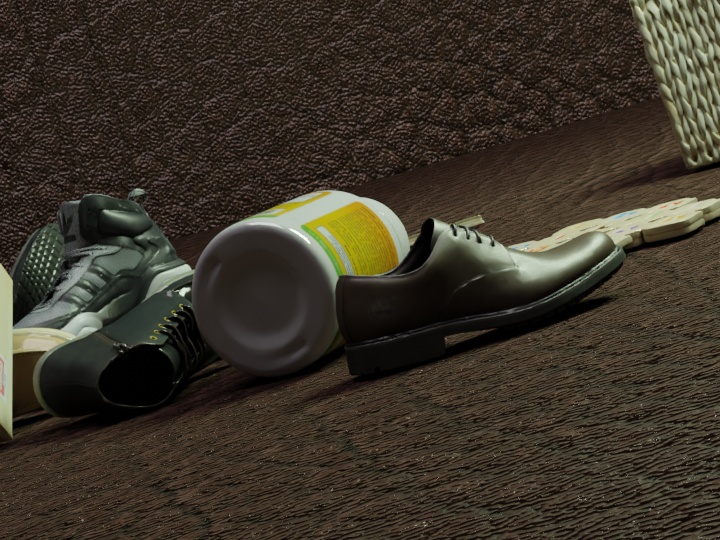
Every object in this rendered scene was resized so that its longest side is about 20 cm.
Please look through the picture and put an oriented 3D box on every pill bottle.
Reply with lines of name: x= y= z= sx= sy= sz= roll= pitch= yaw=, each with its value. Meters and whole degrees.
pill bottle: x=-0.034 y=0.003 z=1.608 sx=0.111 sy=0.112 sz=0.200 roll=-14 pitch=5 yaw=23

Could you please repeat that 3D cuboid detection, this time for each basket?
basket: x=0.393 y=-0.218 z=2.187 sx=0.160 sy=0.201 sz=0.198 roll=-20 pitch=2 yaw=32

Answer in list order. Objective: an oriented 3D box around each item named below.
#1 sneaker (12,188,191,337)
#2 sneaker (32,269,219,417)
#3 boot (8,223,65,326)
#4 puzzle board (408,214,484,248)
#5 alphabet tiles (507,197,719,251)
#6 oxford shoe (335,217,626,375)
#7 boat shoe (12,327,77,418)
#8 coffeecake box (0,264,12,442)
sneaker: x=-0.240 y=0.004 z=1.841 sx=0.200 sy=0.114 sz=0.075 roll=-27 pitch=5 yaw=-34
sneaker: x=-0.134 y=0.057 z=1.632 sx=0.200 sy=0.075 sz=0.106 roll=-30 pitch=16 yaw=-31
boot: x=-0.331 y=0.044 z=1.929 sx=0.131 sy=0.070 sz=0.200 roll=-11 pitch=38 yaw=31
puzzle board: x=0.000 y=0.000 z=1.945 sx=0.199 sy=0.017 sz=0.151 roll=-17 pitch=-6 yaw=-14
alphabet tiles: x=0.180 y=-0.022 z=1.729 sx=0.199 sy=0.015 sz=0.195 roll=-14 pitch=6 yaw=30
oxford shoe: x=0.078 y=0.001 z=1.429 sx=0.199 sy=0.085 sz=0.073 roll=-16 pitch=3 yaw=-17
boat shoe: x=-0.307 y=0.101 z=1.718 sx=0.199 sy=0.074 sz=0.069 roll=-16 pitch=24 yaw=9
coffeecake box: x=-0.366 y=0.072 z=1.667 sx=0.199 sy=0.154 sz=0.073 roll=-16 pitch=-40 yaw=10
